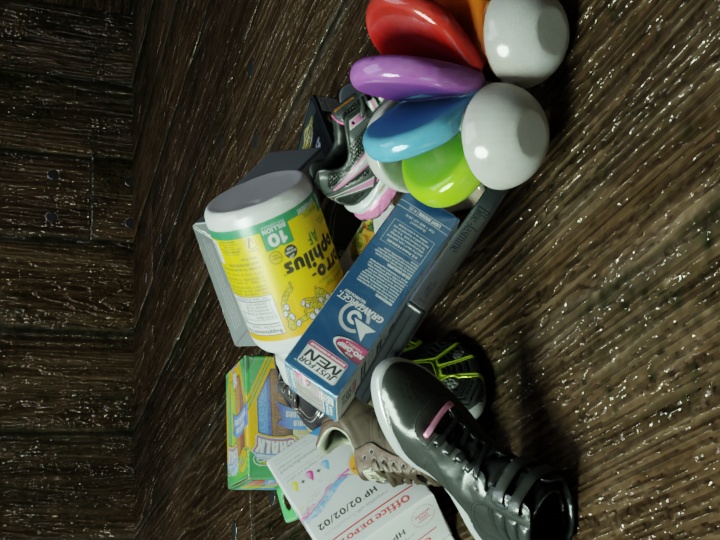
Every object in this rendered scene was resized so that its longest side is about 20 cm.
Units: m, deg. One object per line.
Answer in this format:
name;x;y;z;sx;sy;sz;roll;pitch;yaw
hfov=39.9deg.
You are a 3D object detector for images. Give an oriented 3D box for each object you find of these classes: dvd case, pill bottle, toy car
dvd case;0.067;0.008;0.838;0.200;0.017;0.143;-53;-7;-40
pill bottle;-0.072;0.012;0.998;0.113;0.112;0.202;37;148;66
toy car;0.061;-0.157;0.805;0.174;0.149;0.202;6;81;50

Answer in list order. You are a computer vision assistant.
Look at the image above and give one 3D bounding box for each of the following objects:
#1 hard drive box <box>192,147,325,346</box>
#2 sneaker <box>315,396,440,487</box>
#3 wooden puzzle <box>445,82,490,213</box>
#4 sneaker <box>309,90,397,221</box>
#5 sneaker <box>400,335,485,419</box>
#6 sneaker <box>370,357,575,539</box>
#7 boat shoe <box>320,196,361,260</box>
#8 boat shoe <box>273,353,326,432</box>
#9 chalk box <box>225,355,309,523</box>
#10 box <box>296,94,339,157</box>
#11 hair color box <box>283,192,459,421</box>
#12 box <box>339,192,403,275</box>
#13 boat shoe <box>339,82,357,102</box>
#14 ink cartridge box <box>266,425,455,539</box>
hard drive box;-0.096;-0.032;1.152;0.200;0.076;0.157;-56;-44;-54
sneaker;0.039;0.171;0.903;0.199;0.071;0.076;20;66;48
wooden puzzle;0.077;-0.157;0.985;0.185;0.037;0.203;168;105;-68
sneaker;0.019;-0.147;0.944;0.202;0.086;0.080;-63;27;11
sneaker;0.066;0.112;0.950;0.200;0.075;0.077;23;139;66
sneaker;0.093;0.141;0.752;0.201;0.071;0.099;53;151;-14
boat shoe;-0.010;0.005;1.145;0.060;0.071;0.204;-178;85;-67
boat shoe;-0.064;0.129;1.133;0.072;0.064;0.200;-56;17;6
chalk box;-0.104;0.221;1.282;0.124;0.122;0.202;138;132;-62
box;-0.053;-0.104;1.309;0.160;0.045;0.201;-110;32;-47
hair color box;0.011;0.032;0.914;0.201;0.060;0.100;-55;-11;-18
box;0.000;0.000;1.051;0.039;0.041;0.201;50;129;25
boat shoe;0.002;-0.134;1.120;0.200;0.073;0.069;-101;7;-48
ink cartridge box;0.005;0.229;0.945;0.200;0.114;0.068;44;162;51
